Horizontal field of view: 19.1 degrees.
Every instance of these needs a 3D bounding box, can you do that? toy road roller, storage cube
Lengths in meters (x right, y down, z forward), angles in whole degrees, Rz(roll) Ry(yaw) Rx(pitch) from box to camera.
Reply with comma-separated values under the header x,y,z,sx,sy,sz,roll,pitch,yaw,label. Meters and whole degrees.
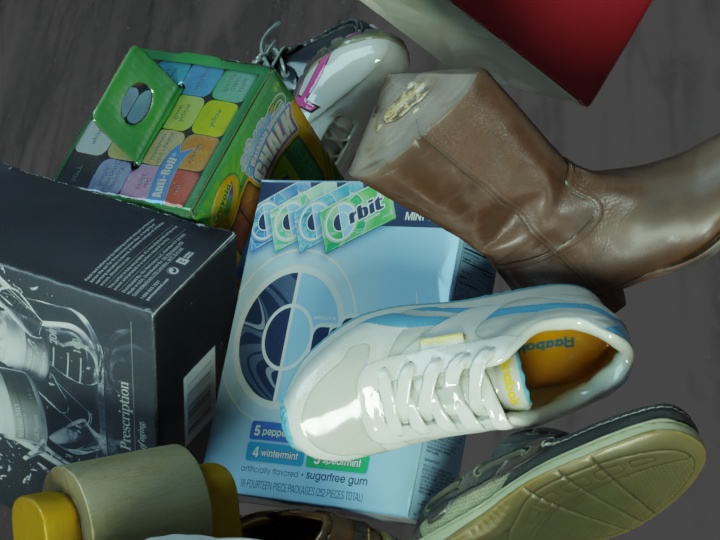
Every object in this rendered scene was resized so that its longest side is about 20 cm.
x,y,z,sx,sy,sz,roll,pitch,yaw,label
-0.150,0.203,1.260,0.146,0.122,0.201,5,100,57,toy road roller
0.093,-0.238,1.423,0.180,0.200,0.171,-60,31,-4,storage cube

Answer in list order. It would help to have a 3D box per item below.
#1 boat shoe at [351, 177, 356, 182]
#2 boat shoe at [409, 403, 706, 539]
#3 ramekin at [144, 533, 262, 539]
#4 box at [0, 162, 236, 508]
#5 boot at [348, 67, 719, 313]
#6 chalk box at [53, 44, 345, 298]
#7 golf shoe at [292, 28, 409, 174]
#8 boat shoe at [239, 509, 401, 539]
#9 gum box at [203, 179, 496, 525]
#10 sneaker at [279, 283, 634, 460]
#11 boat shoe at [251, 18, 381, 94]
x,y,z,sx,sy,sz,roll,pitch,yaw,label
0.000,0.000,1.424,0.200,0.072,0.071,-58,16,-24,boat shoe
0.096,0.115,1.145,0.201,0.072,0.066,-36,37,33,boat shoe
-0.089,0.237,1.146,0.201,0.200,0.098,-58,22,-12,ramekin
-0.181,0.058,1.365,0.181,0.201,0.104,17,37,21,box
0.114,-0.068,1.192,0.186,0.200,0.064,-41,31,16,boot
-0.108,-0.063,1.421,0.123,0.200,0.125,12,62,33,chalk box
-0.029,-0.088,1.552,0.200,0.072,0.092,-46,35,28,golf shoe
-0.058,0.173,1.296,0.200,0.068,0.072,-12,47,48,boat shoe
-0.006,0.047,1.295,0.169,0.044,0.201,3,76,40,gum box
0.053,0.057,1.177,0.199,0.077,0.081,-17,14,-8,sneaker
-0.071,-0.141,1.669,0.200,0.062,0.075,-31,33,31,boat shoe
